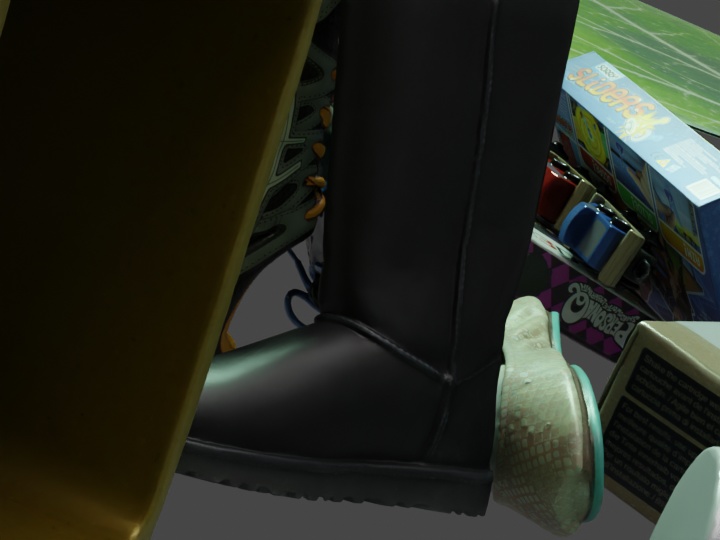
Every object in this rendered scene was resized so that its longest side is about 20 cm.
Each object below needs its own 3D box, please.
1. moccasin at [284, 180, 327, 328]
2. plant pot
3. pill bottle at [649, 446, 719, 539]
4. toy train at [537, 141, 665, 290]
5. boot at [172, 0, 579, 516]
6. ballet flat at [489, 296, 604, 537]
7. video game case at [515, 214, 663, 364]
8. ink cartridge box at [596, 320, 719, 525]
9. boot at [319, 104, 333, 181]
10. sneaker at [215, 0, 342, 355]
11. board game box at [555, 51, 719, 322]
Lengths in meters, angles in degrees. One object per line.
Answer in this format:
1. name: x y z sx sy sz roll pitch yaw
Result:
1. moccasin: 0.000 0.000 0.804 0.080 0.069 0.200 9 -7 3
2. plant pot: -0.152 -0.033 0.497 0.199 0.197 0.194 19 4 16
3. pill bottle: 0.179 0.129 0.540 0.199 0.120 0.120 22 16 1
4. toy train: 0.106 -0.041 0.970 0.046 0.034 0.200 28 13 -25
5. boot: -0.004 -0.024 0.642 0.164 0.201 0.065 12 0 -42
6. ballet flat: 0.057 0.058 0.743 0.062 0.068 0.200 1 10 0
7. video game case: 0.058 -0.036 0.994 0.181 0.036 0.200 32 12 -22
8. ink cartridge box: 0.217 0.090 0.794 0.199 0.075 0.164 2 27 -48
9. boot: -0.071 -0.121 0.864 0.131 0.068 0.200 51 6 -46
10. sneaker: -0.043 -0.048 0.709 0.077 0.201 0.078 29 10 -16
11. board game box: 0.159 -0.020 0.969 0.034 0.136 0.200 -21 29 -7
